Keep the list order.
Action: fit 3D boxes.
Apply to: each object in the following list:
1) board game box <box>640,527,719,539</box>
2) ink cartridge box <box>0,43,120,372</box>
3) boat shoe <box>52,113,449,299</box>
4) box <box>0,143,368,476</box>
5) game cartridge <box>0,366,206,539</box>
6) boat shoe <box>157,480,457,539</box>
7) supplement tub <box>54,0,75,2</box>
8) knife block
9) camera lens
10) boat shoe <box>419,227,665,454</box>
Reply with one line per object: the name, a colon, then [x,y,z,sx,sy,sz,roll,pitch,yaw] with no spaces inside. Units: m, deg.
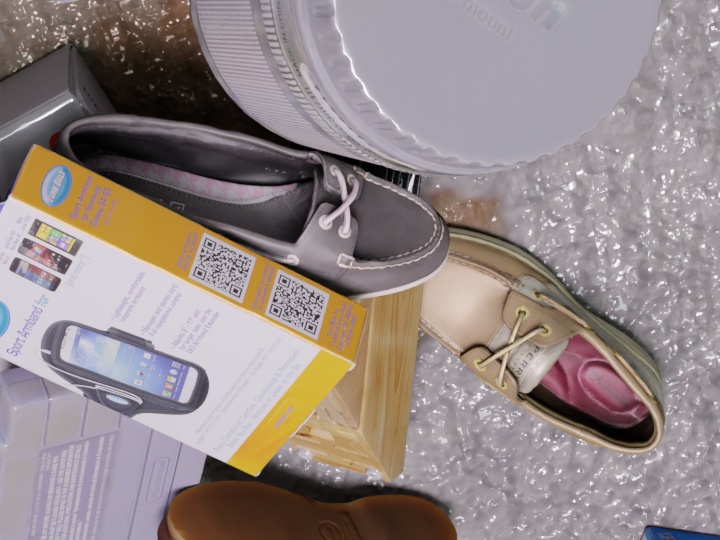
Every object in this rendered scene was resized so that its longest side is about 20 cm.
board game box: [0.258,0.282,1.098,0.199,0.056,0.197,11,114,-14]
ink cartridge box: [-0.200,-0.004,0.867,0.199,0.086,0.147,-29,117,3]
boat shoe: [-0.052,-0.032,0.777,0.198,0.067,0.057,9,151,-3]
box: [-0.110,0.018,0.776,0.199,0.042,0.119,28,137,-12]
game cartridge: [-0.149,0.113,0.905,0.129,0.039,0.201,-8,141,-25]
boat shoe: [-0.035,0.174,0.970,0.199,0.071,0.070,11,129,-32]
supplement tub: [-0.164,-0.233,0.741,0.122,0.123,0.200,-39,116,10]
knife block: [0.000,0.000,0.905,0.064,0.176,0.200,14,154,24]
camera lens: [0.020,-0.126,0.708,0.159,0.200,0.161,-3,100,-20]
boat shoe: [0.101,0.042,0.947,0.199,0.066,0.074,28,110,-16]
